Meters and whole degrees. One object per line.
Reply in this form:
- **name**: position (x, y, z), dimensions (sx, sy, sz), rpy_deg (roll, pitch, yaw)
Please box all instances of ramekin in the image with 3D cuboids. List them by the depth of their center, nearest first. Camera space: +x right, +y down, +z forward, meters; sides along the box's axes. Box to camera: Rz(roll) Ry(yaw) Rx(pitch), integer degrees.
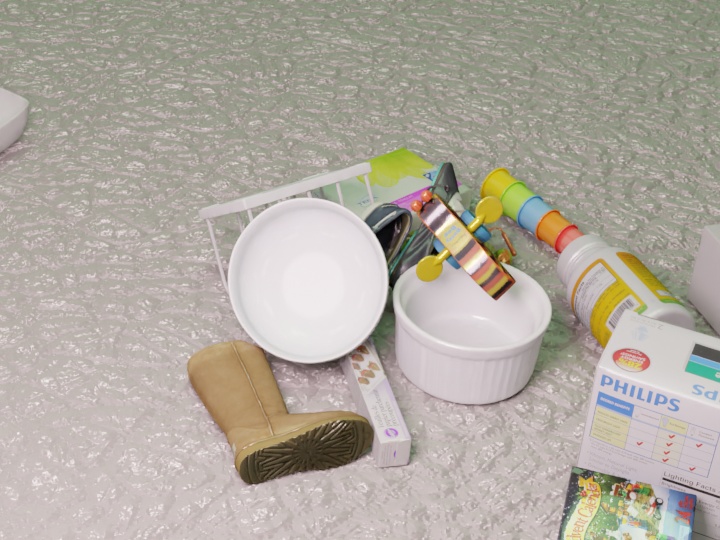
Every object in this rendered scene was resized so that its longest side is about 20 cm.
- **ramekin**: position (0.134, 0.076, 1.721), dimensions (0.197, 0.099, 0.202), rpy_deg (4, 34, -3)

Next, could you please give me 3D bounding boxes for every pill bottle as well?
- **pill bottle**: position (0.336, 0.040, 1.785), dimensions (0.109, 0.112, 0.201), rpy_deg (-9, 36, -20)

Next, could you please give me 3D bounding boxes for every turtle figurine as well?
- **turtle figurine**: position (0.141, -0.014, 1.881), dimensions (0.158, 0.065, 0.201), rpy_deg (2, 38, 0)

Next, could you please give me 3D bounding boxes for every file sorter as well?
- **file sorter**: position (-0.086, -0.053, 1.828), dimensions (0.198, 0.126, 0.138), rpy_deg (-19, 7, -31)

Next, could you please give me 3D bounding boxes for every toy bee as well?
- **toy bee**: position (0.105, -0.047, 1.711), dimensions (0.199, 0.132, 0.108), rpy_deg (26, -4, 39)

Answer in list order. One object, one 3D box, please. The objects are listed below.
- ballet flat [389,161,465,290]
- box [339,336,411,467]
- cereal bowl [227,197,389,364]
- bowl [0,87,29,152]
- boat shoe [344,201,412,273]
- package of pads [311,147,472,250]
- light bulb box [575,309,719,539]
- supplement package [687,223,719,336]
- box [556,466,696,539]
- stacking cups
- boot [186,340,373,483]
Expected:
- **ballet flat**: position (0.102, -0.050, 1.829), dimensions (0.072, 0.073, 0.202), rpy_deg (18, 67, 19)
- **box**: position (0.016, 0.153, 1.646), dimensions (0.038, 0.042, 0.201), rpy_deg (-5, 35, -13)
- **cereal bowl**: position (-0.061, 0.015, 1.691), dimensions (0.197, 0.204, 0.083), rpy_deg (8, -4, 5)
- **bowl**: position (-0.618, -0.212, 2.068), dimensions (0.197, 0.076, 0.200), rpy_deg (20, 36, 21)
- **boat shoe**: position (0.000, 0.000, 1.770), dimensions (0.201, 0.075, 0.062), rpy_deg (-52, 30, -16)
- **package of pads**: position (0.040, -0.100, 1.992), dimensions (0.198, 0.069, 0.154), rpy_deg (-24, 44, -36)
- **light bulb box**: position (0.349, 0.179, 1.506), dimensions (0.196, 0.202, 0.125), rpy_deg (17, 36, 17)
- **supplement package**: position (0.537, 0.036, 1.809), dimensions (0.118, 0.123, 0.201), rpy_deg (-7, 37, -17)
- **box**: position (0.264, 0.307, 1.410), dimensions (0.134, 0.038, 0.202), rpy_deg (12, 50, 9)
- **stacking cups**: position (0.258, -0.079, 1.995), dimensions (0.060, 0.061, 0.200), rpy_deg (-19, 41, -31)
- **boot**: position (-0.097, 0.150, 1.614), dimensions (0.172, 0.067, 0.201), rpy_deg (-8, 35, -19)
